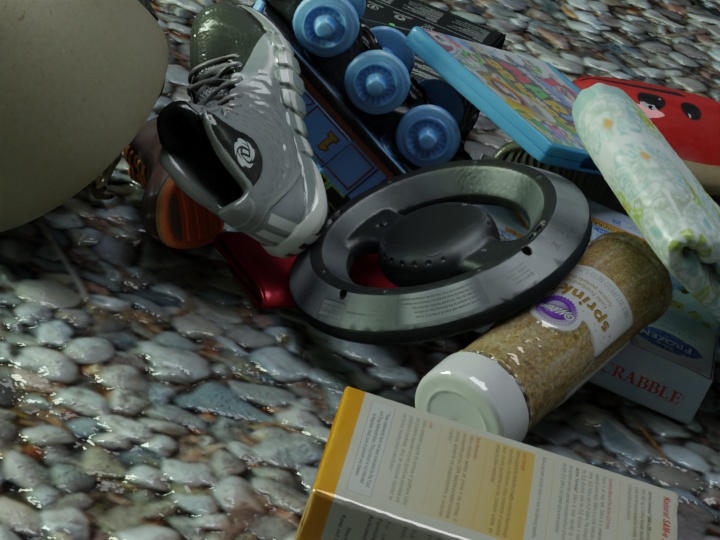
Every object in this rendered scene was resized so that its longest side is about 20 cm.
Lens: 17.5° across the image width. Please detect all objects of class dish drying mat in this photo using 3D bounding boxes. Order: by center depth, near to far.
[{"bbox_3d":[0.000,0.000,1.588,0.199,0.018,0.077,0,34,-36],"label":"dish drying mat"}]

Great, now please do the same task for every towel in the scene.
[{"bbox_3d":[0.228,-0.021,1.550,0.200,0.048,0.171,40,14,-40],"label":"towel"}]

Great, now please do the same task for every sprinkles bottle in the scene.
[{"bbox_3d":[0.116,0.047,1.452,0.068,0.068,0.200,30,43,24],"label":"sprinkles bottle"}]

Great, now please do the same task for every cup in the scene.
[{"bbox_3d":[-0.241,-0.142,1.454,0.143,0.200,0.200,53,-2,-40],"label":"cup"}]

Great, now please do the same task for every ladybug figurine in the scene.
[{"bbox_3d":[0.228,-0.111,1.883,0.199,0.072,0.136,8,15,-23],"label":"ladybug figurine"}]

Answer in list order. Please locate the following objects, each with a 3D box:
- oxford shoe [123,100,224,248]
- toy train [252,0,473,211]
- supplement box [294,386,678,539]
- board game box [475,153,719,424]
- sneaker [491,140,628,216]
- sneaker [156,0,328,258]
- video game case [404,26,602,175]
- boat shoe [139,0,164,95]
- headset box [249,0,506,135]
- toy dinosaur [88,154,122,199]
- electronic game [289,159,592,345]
[{"bbox_3d":[-0.129,-0.064,1.597,0.073,0.072,0.200,-2,20,9],"label":"oxford shoe"},{"bbox_3d":[-0.011,-0.120,1.640,0.200,0.114,0.087,46,18,-14],"label":"toy train"},{"bbox_3d":[0.068,0.148,1.259,0.199,0.074,0.126,18,25,1],"label":"supplement box"},{"bbox_3d":[0.153,0.008,1.621,0.199,0.041,0.200,24,26,2],"label":"board game box"},{"bbox_3d":[0.183,-0.054,1.770,0.199,0.075,0.106,22,19,-12],"label":"sneaker"},{"bbox_3d":[-0.091,-0.108,1.514,0.115,0.075,0.200,20,40,-49],"label":"sneaker"},{"bbox_3d":[0.132,-0.116,1.675,0.143,0.018,0.200,43,19,27],"label":"video game case"},{"bbox_3d":[-0.185,-0.186,1.801,0.056,0.069,0.200,18,29,-19],"label":"boat shoe"},{"bbox_3d":[-0.002,-0.148,1.801,0.174,0.093,0.200,22,25,8],"label":"headset box"},{"bbox_3d":[-0.175,-0.101,1.602,0.058,0.200,0.101,32,64,-11],"label":"toy dinosaur"},{"bbox_3d":[0.051,-0.013,1.499,0.199,0.042,0.200,-13,28,7],"label":"electronic game"}]
